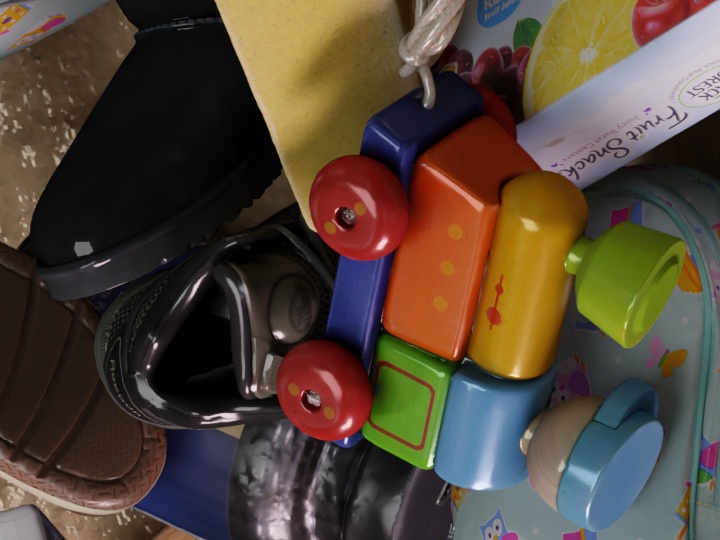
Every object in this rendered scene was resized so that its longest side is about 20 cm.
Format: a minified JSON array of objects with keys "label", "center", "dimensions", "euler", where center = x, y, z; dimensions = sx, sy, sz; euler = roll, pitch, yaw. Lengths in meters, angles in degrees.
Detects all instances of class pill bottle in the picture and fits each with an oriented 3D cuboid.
[{"label":"pill bottle","center":[-0.047,0.054,1.204],"dimensions":[0.199,0.112,0.112],"euler":[21,123,27]}]

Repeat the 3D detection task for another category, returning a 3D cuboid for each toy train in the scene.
[{"label":"toy train","center":[0.052,-0.018,0.944],"dimensions":[0.115,0.085,0.201],"euler":[26,125,22]}]

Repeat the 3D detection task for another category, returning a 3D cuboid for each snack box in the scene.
[{"label":"snack box","center":[0.082,-0.110,1.018],"dimensions":[0.200,0.053,0.143],"euler":[-31,48,41]}]

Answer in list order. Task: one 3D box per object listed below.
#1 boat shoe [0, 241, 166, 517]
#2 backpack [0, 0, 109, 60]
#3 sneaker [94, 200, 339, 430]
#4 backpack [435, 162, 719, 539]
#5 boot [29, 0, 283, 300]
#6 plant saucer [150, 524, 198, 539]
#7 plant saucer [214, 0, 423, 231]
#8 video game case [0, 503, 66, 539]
[{"label":"boat shoe","center":[-0.157,0.021,1.167],"dimensions":[0.202,0.075,0.075],"euler":[43,163,4]},{"label":"backpack","center":[-0.193,-0.142,1.174],"dimensions":[0.199,0.175,0.154],"euler":[-9,102,43]},{"label":"sneaker","center":[0.000,0.000,1.087],"dimensions":[0.077,0.199,0.114],"euler":[65,173,-9]},{"label":"backpack","center":[0.107,0.065,1.054],"dimensions":[0.166,0.126,0.201],"euler":[1,80,38]},{"label":"boot","center":[-0.077,-0.103,1.097],"dimensions":[0.073,0.198,0.163],"euler":[-6,117,45]},{"label":"plant saucer","center":[-0.015,0.183,1.293],"dimensions":[0.199,0.035,0.201],"euler":[17,121,30]},{"label":"plant saucer","center":[-0.010,-0.141,0.986],"dimensions":[0.048,0.200,0.201],"euler":[-5,67,8]},{"label":"video game case","center":[-0.104,0.206,1.231],"dimensions":[0.023,0.182,0.201],"euler":[-16,76,-2]}]
